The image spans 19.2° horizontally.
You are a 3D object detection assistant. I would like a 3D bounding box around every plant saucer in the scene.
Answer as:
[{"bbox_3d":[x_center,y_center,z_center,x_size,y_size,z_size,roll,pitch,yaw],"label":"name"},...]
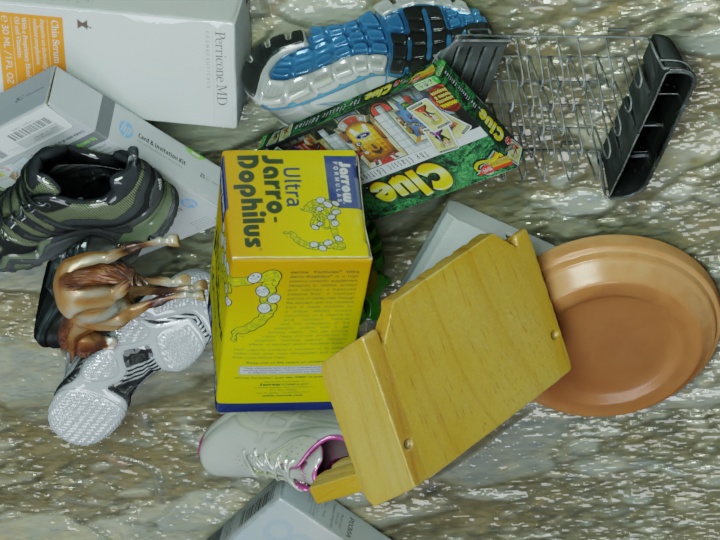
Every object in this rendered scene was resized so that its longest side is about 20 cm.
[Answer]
[{"bbox_3d":[0.207,0.056,1.790,0.198,0.038,0.201,-1,131,-1],"label":"plant saucer"}]

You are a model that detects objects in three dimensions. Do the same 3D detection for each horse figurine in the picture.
[{"bbox_3d":[-0.195,0.018,1.687,0.131,0.050,0.200,-13,166,2],"label":"horse figurine"}]

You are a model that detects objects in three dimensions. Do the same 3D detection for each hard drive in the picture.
[{"bbox_3d":[0.092,0.042,1.828,0.131,0.026,0.201,23,127,-8],"label":"hard drive"}]

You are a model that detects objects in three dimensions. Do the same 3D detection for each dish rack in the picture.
[{"bbox_3d":[0.142,-0.122,1.630,0.198,0.055,0.154,0,142,-15],"label":"dish rack"}]

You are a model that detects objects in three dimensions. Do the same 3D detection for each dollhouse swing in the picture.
[{"bbox_3d":[0.036,0.079,1.723,0.175,0.199,0.183,1,116,49],"label":"dollhouse swing"}]

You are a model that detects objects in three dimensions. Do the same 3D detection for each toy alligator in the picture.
[{"bbox_3d":[0.000,0.000,1.797,0.054,0.059,0.201,-34,124,-17],"label":"toy alligator"}]

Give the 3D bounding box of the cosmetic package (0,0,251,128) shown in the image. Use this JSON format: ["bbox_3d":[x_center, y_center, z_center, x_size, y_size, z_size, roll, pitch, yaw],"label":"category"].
[{"bbox_3d":[-0.189,-0.180,1.677,0.198,0.072,0.102,5,128,6],"label":"cosmetic package"}]

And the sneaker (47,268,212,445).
[{"bbox_3d":[-0.194,0.055,1.843,0.075,0.115,0.200,39,108,-20],"label":"sneaker"}]

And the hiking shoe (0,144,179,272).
[{"bbox_3d":[-0.246,-0.061,1.657,0.198,0.076,0.101,-11,141,15],"label":"hiking shoe"}]

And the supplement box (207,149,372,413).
[{"bbox_3d":[-0.060,0.011,1.675,0.108,0.110,0.201,-1,141,-9],"label":"supplement box"}]

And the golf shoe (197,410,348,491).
[{"bbox_3d":[-0.062,0.159,1.906,0.198,0.092,0.076,-16,125,23],"label":"golf shoe"}]

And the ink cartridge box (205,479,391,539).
[{"bbox_3d":[-0.044,0.296,2.036,0.199,0.047,0.160,37,125,-15],"label":"ink cartridge box"}]

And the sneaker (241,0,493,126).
[{"bbox_3d":[0.012,-0.158,1.671,0.198,0.076,0.087,-11,152,13],"label":"sneaker"}]

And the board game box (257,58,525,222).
[{"bbox_3d":[0.021,-0.093,1.646,0.199,0.024,0.105,-20,128,43],"label":"board game box"}]

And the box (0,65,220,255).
[{"bbox_3d":[-0.220,-0.081,1.718,0.199,0.042,0.155,32,145,-34],"label":"box"}]

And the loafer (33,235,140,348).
[{"bbox_3d":[-0.233,0.017,1.793,0.072,0.073,0.200,11,155,-10],"label":"loafer"}]
